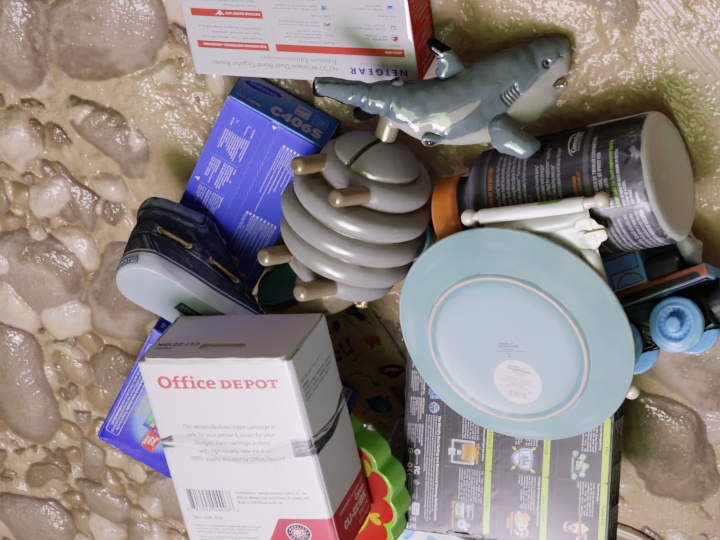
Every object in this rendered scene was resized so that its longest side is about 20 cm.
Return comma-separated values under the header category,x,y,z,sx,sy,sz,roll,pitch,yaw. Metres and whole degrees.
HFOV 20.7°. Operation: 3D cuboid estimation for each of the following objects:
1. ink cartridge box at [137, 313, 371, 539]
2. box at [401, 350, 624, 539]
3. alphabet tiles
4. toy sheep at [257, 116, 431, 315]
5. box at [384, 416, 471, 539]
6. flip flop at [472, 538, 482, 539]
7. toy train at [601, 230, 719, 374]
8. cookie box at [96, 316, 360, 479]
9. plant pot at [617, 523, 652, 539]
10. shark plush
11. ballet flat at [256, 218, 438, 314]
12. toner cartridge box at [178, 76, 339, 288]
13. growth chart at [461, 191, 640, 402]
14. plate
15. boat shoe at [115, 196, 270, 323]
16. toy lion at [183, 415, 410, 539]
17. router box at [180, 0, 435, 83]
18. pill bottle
category,x,y,z,sx,sy,sz,roll,pitch,yaw
ink cartridge box,-0.087,0.140,1.669,0.144,0.084,0.200,-1,118,23
box,0.134,0.138,1.730,0.193,0.048,0.201,3,96,18
alphabet tiles,-0.053,0.087,1.857,0.200,0.008,0.167,-18,118,33
toy sheep,-0.005,-0.047,1.618,0.138,0.138,0.200,26,120,1
box,0.030,0.255,1.893,0.112,0.101,0.200,29,133,-1
flip flop,0.148,0.226,1.812,0.057,0.081,0.200,22,112,18
toy train,0.208,0.030,1.628,0.200,0.087,0.115,-21,79,21
cookie box,-0.126,0.137,1.872,0.200,0.075,0.171,30,130,-2
plant pot,0.205,0.368,1.855,0.200,0.184,0.201,12,130,14
shark plush,0.064,-0.147,1.550,0.199,0.091,0.084,5,115,2
ballet flat,0.000,0.000,1.736,0.200,0.069,0.063,-17,146,33
toner cartridge box,-0.099,-0.073,1.722,0.095,0.043,0.200,28,133,-2
growth chart,0.145,0.031,1.564,0.144,0.018,0.200,-1,119,27
plate,0.120,0.058,1.568,0.200,0.026,0.201,12,124,19
boat shoe,-0.122,0.016,1.725,0.071,0.091,0.200,-27,128,38
toy lion,-0.050,0.201,1.774,0.191,0.069,0.200,30,129,14
router box,-0.050,-0.239,1.561,0.199,0.049,0.180,6,129,19
pill bottle,0.158,-0.058,1.581,0.200,0.106,0.106,-11,122,30
